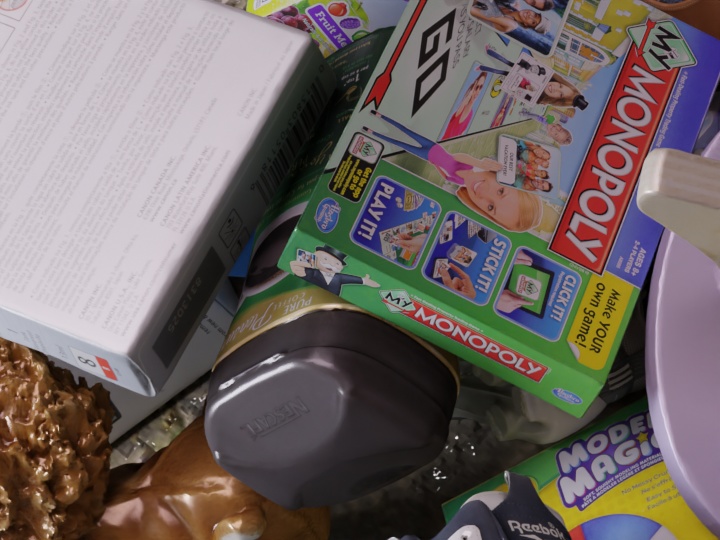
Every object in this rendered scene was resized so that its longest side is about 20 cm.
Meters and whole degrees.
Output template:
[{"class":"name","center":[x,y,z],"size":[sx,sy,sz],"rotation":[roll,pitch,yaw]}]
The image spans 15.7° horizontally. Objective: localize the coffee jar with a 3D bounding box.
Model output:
[{"class":"coffee jar","center":[0.000,0.000,1.092],"size":[0.104,0.085,0.200],"rotation":[-30,35,41]}]

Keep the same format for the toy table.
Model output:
[{"class":"toy table","center":[0.185,0.003,0.984],"size":[0.184,0.117,0.200],"rotation":[3,75,-6]}]

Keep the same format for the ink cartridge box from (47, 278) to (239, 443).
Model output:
[{"class":"ink cartridge box","center":[-0.172,0.027,1.307],"size":[0.200,0.084,0.145],"rotation":[-36,46,8]}]

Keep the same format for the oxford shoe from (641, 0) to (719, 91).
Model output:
[{"class":"oxford shoe","center":[0.187,-0.106,1.117],"size":[0.200,0.071,0.071],"rotation":[16,68,40]}]

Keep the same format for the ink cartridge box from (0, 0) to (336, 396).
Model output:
[{"class":"ink cartridge box","center":[-0.134,-0.053,1.099],"size":[0.200,0.050,0.162],"rotation":[20,70,26]}]

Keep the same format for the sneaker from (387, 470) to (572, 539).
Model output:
[{"class":"sneaker","center":[0.075,0.136,0.980],"size":[0.199,0.079,0.130],"rotation":[-11,62,42]}]

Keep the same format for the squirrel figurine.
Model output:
[{"class":"squirrel figurine","center":[-0.117,0.110,1.122],"size":[0.187,0.200,0.142],"rotation":[-30,37,32]}]

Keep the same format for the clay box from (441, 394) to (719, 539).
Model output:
[{"class":"clay box","center":[0.104,0.134,1.052],"size":[0.115,0.048,0.200],"rotation":[-30,47,15]}]

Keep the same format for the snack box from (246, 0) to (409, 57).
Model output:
[{"class":"snack box","center":[0.046,-0.196,1.308],"size":[0.200,0.068,0.169],"rotation":[-21,42,25]}]

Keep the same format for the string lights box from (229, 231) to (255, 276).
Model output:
[{"class":"string lights box","center":[-0.096,-0.051,1.215],"size":[0.103,0.200,0.059],"rotation":[54,125,35]}]

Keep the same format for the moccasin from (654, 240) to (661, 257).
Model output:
[{"class":"moccasin","center":[0.089,-0.051,1.171],"size":[0.074,0.078,0.201],"rotation":[-16,21,-34]}]

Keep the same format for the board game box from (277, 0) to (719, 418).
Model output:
[{"class":"board game box","center":[0.063,-0.049,1.063],"size":[0.200,0.135,0.029],"rotation":[-65,2,-39]}]

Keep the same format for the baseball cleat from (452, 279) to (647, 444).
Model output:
[{"class":"baseball cleat","center":[0.066,0.030,1.155],"size":[0.106,0.070,0.200],"rotation":[-20,23,-23]}]

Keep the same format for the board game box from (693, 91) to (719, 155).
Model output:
[{"class":"board game box","center":[0.202,-0.125,1.187],"size":[0.200,0.026,0.200],"rotation":[-45,44,-1]}]
